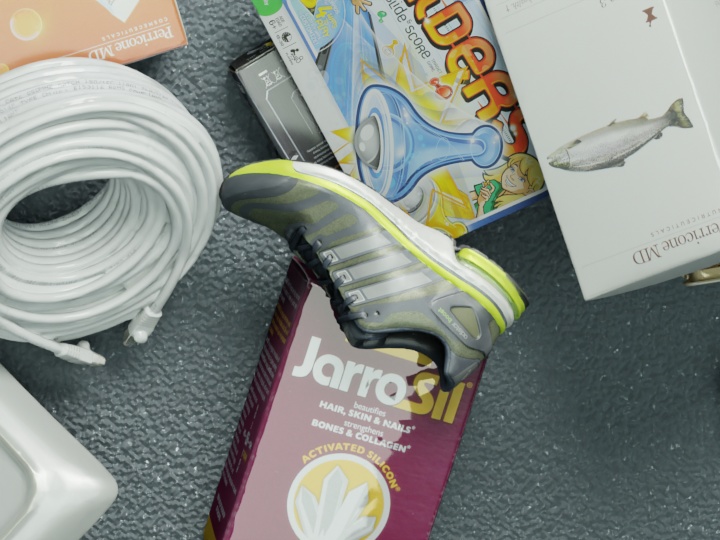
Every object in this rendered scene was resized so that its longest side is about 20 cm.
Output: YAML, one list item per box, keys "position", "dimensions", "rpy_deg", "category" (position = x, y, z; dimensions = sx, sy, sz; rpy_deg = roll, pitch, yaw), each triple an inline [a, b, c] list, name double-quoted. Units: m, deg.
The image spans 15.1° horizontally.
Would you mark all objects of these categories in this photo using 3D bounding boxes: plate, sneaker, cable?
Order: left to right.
- position: [-0.285, 0.140, 1.698]
  dimensions: [0.200, 0.032, 0.200]
  rpy_deg: [44, 90, 15]
  category: "plate"
- position: [-0.181, -0.041, 1.656]
  dimensions: [0.200, 0.069, 0.200]
  rpy_deg: [18, 123, -40]
  category: "cable"
- position: [0.000, 0.000, 1.644]
  dimensions: [0.200, 0.074, 0.081]
  rpy_deg: [28, 71, 4]
  category: "sneaker"

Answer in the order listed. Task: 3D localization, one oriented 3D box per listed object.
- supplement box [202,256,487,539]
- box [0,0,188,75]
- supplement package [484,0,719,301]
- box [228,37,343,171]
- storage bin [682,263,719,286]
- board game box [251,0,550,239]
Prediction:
- position: [-0.009, 0.108, 1.739]
  dimensions: [0.131, 0.103, 0.201]
  rpy_deg: [16, 96, -9]
  category: "supplement box"
- position: [-0.195, -0.218, 1.661]
  dimensions: [0.124, 0.097, 0.201]
  rpy_deg: [-18, 102, -5]
  category: "box"
- position: [0.175, -0.097, 1.628]
  dimensions: [0.117, 0.117, 0.201]
  rpy_deg: [-22, 84, 31]
  category: "supplement package"
- position: [0.040, -0.115, 1.736]
  dimensions: [0.200, 0.048, 0.159]
  rpy_deg: [-32, 103, -1]
  category: "box"
- position: [0.279, -0.104, 1.709]
  dimensions: [0.198, 0.094, 0.201]
  rpy_deg: [-10, 90, 15]
  category: "storage bin"
- position: [0.035, -0.119, 1.668]
  dimensions: [0.135, 0.034, 0.200]
  rpy_deg: [-25, 103, 20]
  category: "board game box"
